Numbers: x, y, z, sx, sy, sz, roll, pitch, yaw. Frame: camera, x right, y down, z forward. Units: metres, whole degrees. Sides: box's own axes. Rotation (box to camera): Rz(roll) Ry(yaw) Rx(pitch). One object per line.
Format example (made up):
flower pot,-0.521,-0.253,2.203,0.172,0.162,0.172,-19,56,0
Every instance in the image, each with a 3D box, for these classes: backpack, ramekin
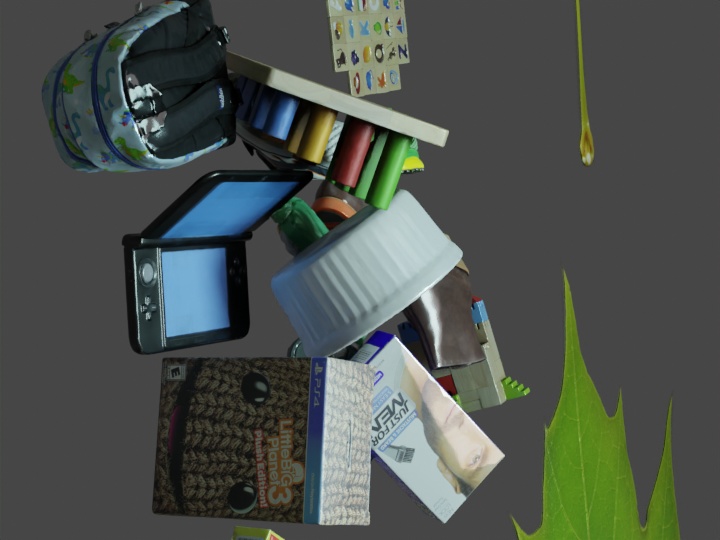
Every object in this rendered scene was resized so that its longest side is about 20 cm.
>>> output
backpack,-0.204,-0.163,1.437,0.200,0.153,0.164,-75,156,-69
ramekin,0.000,0.000,1.629,0.098,0.200,0.200,54,37,-6

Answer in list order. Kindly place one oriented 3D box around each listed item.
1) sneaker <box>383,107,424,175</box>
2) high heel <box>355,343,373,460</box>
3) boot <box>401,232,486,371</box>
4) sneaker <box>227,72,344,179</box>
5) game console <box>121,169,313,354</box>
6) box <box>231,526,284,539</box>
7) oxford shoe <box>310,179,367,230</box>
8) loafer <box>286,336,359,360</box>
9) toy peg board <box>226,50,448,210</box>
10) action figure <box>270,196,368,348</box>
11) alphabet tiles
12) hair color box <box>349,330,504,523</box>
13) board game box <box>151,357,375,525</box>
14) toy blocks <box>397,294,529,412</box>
sneaker,0.013,-0.155,1.882,0.200,0.078,0.086,-14,93,-69
high heel,-0.015,0.181,1.845,0.067,0.096,0.200,27,40,-12
boot,0.068,0.034,1.782,0.200,0.072,0.167,2,68,-49
sneaker,-0.091,-0.149,1.691,0.200,0.079,0.079,25,63,-30
game console,-0.136,-0.010,1.551,0.200,0.116,0.177,-6,93,-60
box,-0.079,0.350,1.695,0.200,0.050,0.076,47,50,-49
oxford shoe,0.009,-0.042,1.859,0.200,0.071,0.073,54,39,-44
loafer,-0.003,0.133,1.785,0.199,0.063,0.072,25,77,-18
toy peg board,-0.046,-0.141,1.568,0.198,0.200,0.098,17,96,-23
action figure,-0.049,-0.015,1.756,0.200,0.055,0.118,54,29,-29
alphabet tiles,0.010,-0.307,1.940,0.200,0.006,0.167,-20,106,-59
hair color box,0.057,0.177,1.740,0.109,0.065,0.200,-46,108,-11
board game box,-0.096,0.169,1.527,0.097,0.199,0.160,16,74,-59
toy blocks,0.092,0.113,1.897,0.100,0.199,0.137,-19,92,-69
